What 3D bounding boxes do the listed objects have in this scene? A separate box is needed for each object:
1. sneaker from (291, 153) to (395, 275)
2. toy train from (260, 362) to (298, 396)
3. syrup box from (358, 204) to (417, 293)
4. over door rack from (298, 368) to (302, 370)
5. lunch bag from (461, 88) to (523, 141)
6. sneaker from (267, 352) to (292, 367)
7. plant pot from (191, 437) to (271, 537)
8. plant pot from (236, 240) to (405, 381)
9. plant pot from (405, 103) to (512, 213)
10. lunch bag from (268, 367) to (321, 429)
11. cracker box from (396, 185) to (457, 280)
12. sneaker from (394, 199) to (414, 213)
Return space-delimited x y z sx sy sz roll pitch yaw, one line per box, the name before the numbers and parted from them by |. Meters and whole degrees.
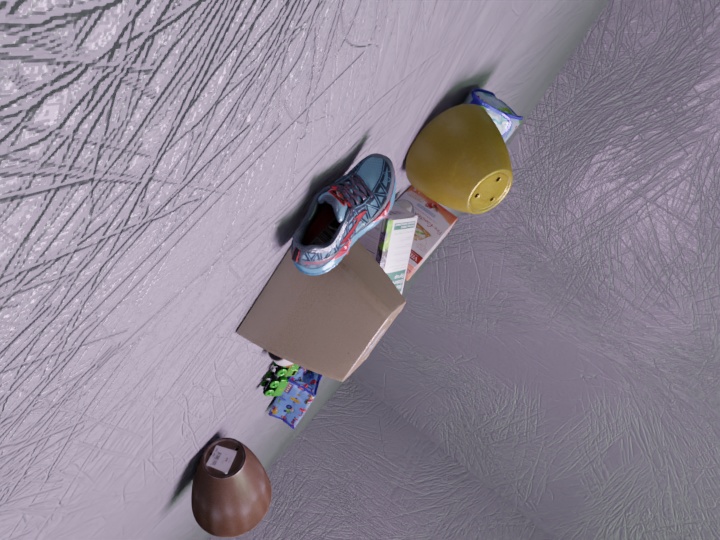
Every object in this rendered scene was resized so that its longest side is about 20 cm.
sneaker | -0.018 -0.083 0.746 0.200 0.079 0.096 -54 167 -11
toy train | -0.163 0.211 1.243 0.056 0.042 0.200 8 126 -39
syrup box | 0.037 -0.018 1.043 0.078 0.081 0.201 -10 118 -40
over door rack | -0.094 0.163 1.420 0.200 0.067 0.148 -43 173 16
lunch bag | 0.238 -0.292 1.191 0.200 0.127 0.170 -15 145 -55
sneaker | -0.099 0.117 1.129 0.200 0.073 0.085 -41 152 -8
plant pot | -0.297 0.465 1.240 0.187 0.186 0.201 -46 154 -38
plant pot | -0.042 0.060 0.901 0.200 0.177 0.200 -55 172 14
plant pot | 0.207 -0.191 1.058 0.199 0.142 0.200 -23 145 -17
lunch bag | -0.177 0.343 1.659 0.151 0.094 0.200 -59 -178 26
cracker box | 0.111 -0.089 1.246 0.200 0.134 0.058 -47 170 -35
sneaker | 0.064 -0.104 1.143 0.200 0.077 0.087 -44 164 -45
